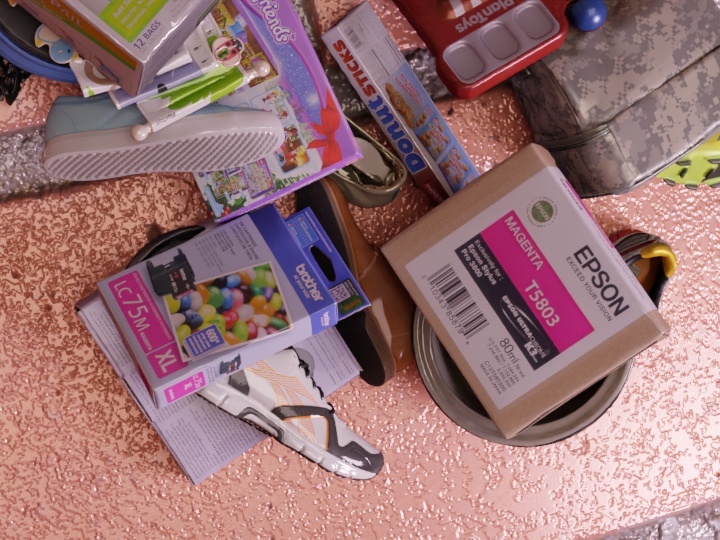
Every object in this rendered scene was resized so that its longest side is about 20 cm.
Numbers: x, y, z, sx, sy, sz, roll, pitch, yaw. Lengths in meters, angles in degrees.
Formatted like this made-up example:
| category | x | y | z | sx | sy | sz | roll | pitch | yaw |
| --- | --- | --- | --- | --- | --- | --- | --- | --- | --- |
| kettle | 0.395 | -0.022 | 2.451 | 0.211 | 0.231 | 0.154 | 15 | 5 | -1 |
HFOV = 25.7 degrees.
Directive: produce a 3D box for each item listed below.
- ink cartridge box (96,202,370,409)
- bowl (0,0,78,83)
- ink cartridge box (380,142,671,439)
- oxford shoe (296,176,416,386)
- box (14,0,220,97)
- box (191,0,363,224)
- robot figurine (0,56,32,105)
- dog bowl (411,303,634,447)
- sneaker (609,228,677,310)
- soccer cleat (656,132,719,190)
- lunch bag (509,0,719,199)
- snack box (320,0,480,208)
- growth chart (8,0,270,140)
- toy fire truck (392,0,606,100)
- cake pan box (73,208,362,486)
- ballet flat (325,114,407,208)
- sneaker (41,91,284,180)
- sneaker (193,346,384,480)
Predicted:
| category | x | y | z | sx | sy | sz | roll | pitch | yaw |
| --- | --- | --- | --- | --- | --- | --- | --- | --- | --- |
| ink cartridge box | -0.105 | 0.020 | 1.320 | 0.200 | 0.042 | 0.119 | -24 | 61 | -15 |
| bowl | -0.228 | -0.253 | 1.287 | 0.201 | 0.039 | 0.201 | -1 | 92 | -16 |
| ink cartridge box | 0.141 | 0.017 | 1.352 | 0.165 | 0.075 | 0.200 | -36 | 80 | 12 |
| oxford shoe | 0.000 | 0.000 | 1.423 | 0.071 | 0.071 | 0.200 | -30 | 108 | -31 |
| box | -0.211 | -0.244 | 1.197 | 0.200 | 0.101 | 0.113 | 40 | 76 | -4 |
| box | -0.101 | -0.157 | 1.347 | 0.137 | 0.039 | 0.200 | -25 | 86 | 6 |
| robot figurine | -0.316 | -0.223 | 1.313 | 0.145 | 0.058 | 0.200 | 40 | 82 | -14 |
| dog bowl | 0.151 | 0.057 | 1.424 | 0.200 | 0.074 | 0.200 | 0 | 89 | 14 |
| sneaker | 0.225 | 0.048 | 1.476 | 0.078 | 0.082 | 0.200 | 31 | 85 | -16 |
| soccer cleat | 0.364 | -0.135 | 1.526 | 0.200 | 0.065 | 0.084 | -15 | 68 | -11 |
| lunch bag | 0.242 | -0.182 | 1.436 | 0.200 | 0.139 | 0.168 | -33 | 102 | -13 |
| snack box | 0.040 | -0.143 | 1.418 | 0.024 | 0.072 | 0.200 | -26 | 105 | 32 |
| growth chart | -0.186 | -0.202 | 1.258 | 0.145 | 0.018 | 0.200 | -35 | 90 | -15 |
| toy fire truck | 0.126 | -0.254 | 1.378 | 0.200 | 0.112 | 0.168 | -30 | 72 | -12 |
| cake pan box | -0.127 | 0.058 | 1.392 | 0.184 | 0.052 | 0.200 | -36 | 103 | -13 |
| ballet flat | -0.040 | -0.128 | 1.396 | 0.200 | 0.069 | 0.069 | 36 | 83 | -15 |
| sneaker | -0.164 | -0.128 | 1.300 | 0.200 | 0.074 | 0.082 | -4 | 69 | -1 |
| sneaker | -0.056 | 0.112 | 1.354 | 0.200 | 0.074 | 0.080 | 34 | 83 | -17 |
